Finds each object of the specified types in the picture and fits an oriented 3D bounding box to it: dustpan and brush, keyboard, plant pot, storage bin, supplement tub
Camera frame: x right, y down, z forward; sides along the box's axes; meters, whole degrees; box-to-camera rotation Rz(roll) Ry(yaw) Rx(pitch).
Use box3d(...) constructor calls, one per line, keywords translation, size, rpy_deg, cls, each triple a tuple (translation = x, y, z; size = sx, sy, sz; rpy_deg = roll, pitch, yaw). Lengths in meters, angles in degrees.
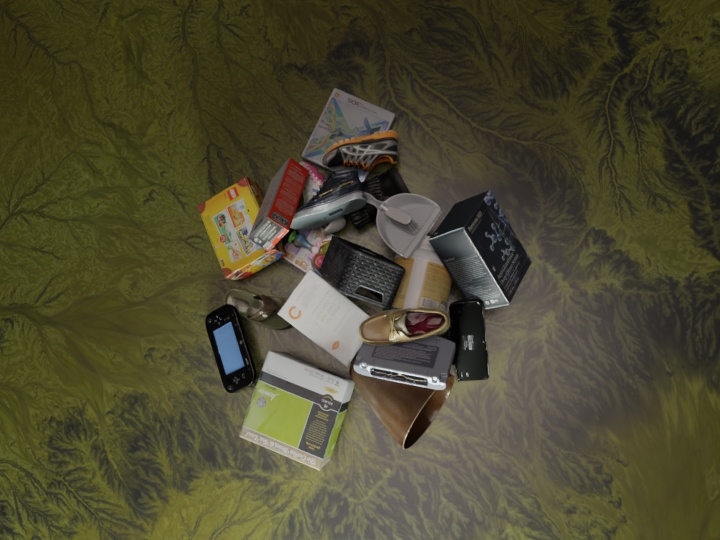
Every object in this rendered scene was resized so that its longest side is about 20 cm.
box3d(translation=(0.069, -0.130, 1.253), size=(0.199, 0.057, 0.141), rpy_deg=(32, 84, 42), cls="dustpan and brush")
box3d(translation=(0.234, 0.155, 1.249), size=(0.101, 0.040, 0.205), rpy_deg=(-4, 111, 13), cls="keyboard")
box3d(translation=(0.077, 0.252, 1.227), size=(0.198, 0.187, 0.189), rpy_deg=(35, 86, 25), cls="plant pot")
box3d(translation=(0.000, 0.000, 1.233), size=(0.133, 0.200, 0.096), rpy_deg=(20, 97, -21), cls="storage bin")
box3d(translation=(0.136, 0.033, 1.259), size=(0.141, 0.145, 0.205), rpy_deg=(13, 82, 8), cls="supplement tub")

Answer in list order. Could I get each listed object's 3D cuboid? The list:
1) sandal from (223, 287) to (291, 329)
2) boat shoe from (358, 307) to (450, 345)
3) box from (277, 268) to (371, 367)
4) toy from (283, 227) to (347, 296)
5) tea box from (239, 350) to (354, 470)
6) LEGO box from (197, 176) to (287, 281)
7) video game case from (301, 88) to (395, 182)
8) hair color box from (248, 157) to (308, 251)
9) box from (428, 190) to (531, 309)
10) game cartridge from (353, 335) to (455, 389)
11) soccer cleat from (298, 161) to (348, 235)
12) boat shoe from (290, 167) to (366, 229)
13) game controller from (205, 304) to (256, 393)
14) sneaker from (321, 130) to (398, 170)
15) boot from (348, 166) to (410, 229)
box3d(translation=(-0.245, 0.092, 1.337), size=(0.196, 0.057, 0.082), rpy_deg=(11, 82, 8), cls="sandal")
box3d(translation=(0.089, 0.110, 1.143), size=(0.195, 0.066, 0.076), rpy_deg=(-12, 79, 4), cls="boat shoe")
box3d(translation=(-0.076, 0.107, 1.274), size=(0.199, 0.097, 0.125), rpy_deg=(38, 86, -3), cls="box")
box3d(translation=(-0.091, -0.036, 1.347), size=(0.198, 0.047, 0.117), rpy_deg=(32, 87, 11), cls="toy")
box3d(translation=(-0.137, 0.310, 1.250), size=(0.196, 0.134, 0.201), rpy_deg=(19, 82, 10), cls="tea box")
box3d(translation=(-0.290, -0.100, 1.355), size=(0.146, 0.077, 0.204), rpy_deg=(-27, 78, 10), cls="LEGO box")
box3d(translation=(-0.030, -0.340, 1.403), size=(0.179, 0.022, 0.204), rpy_deg=(25, 84, 10), cls="video game case")
box3d(translation=(-0.189, -0.156, 1.288), size=(0.061, 0.101, 0.203), rpy_deg=(31, 49, -21), cls="hair color box")
box3d(translation=(0.264, -0.042, 1.210), size=(0.202, 0.106, 0.149), rpy_deg=(54, 51, -16), cls="box")
box3d(translation=(0.097, 0.178, 1.166), size=(0.195, 0.042, 0.134), rpy_deg=(8, 40, 18), cls="game cartridge")
box3d(translation=(-0.112, -0.177, 1.353), size=(0.085, 0.070, 0.202), rpy_deg=(-32, 79, -23), cls="soccer cleat")
box3d(translation=(-0.084, -0.166, 1.293), size=(0.196, 0.071, 0.093), rpy_deg=(-19, 66, 11), cls="boat shoe")
box3d(translation=(-0.311, 0.186, 1.326), size=(0.103, 0.042, 0.204), rpy_deg=(-28, 77, 33), cls="game controller")
box3d(translation=(0.001, -0.279, 1.342), size=(0.195, 0.078, 0.079), rpy_deg=(-13, 88, 5), cls="sneaker")
box3d(translation=(0.055, -0.134, 1.328), size=(0.155, 0.080, 0.214), rpy_deg=(-26, 68, -5), cls="boot")
